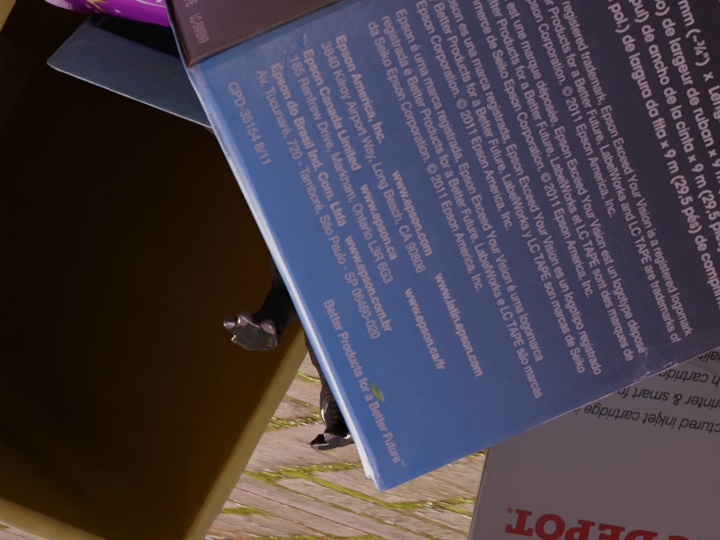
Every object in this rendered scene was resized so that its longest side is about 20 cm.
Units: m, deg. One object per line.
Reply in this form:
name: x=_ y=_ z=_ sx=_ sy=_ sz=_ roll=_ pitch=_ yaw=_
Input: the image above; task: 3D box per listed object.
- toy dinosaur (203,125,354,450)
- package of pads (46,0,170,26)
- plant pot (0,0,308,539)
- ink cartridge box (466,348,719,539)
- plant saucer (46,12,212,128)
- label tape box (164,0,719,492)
toy dinosaur: x=0.000 y=0.000 z=0.953 sx=0.077 sy=0.102 sz=0.200 roll=0 pitch=149 yaw=23
package of pads: x=-0.082 y=-0.135 z=0.754 sx=0.120 sy=0.076 sz=0.200 roll=12 pitch=166 yaw=26
plant pot: x=-0.142 y=-0.030 z=1.017 sx=0.194 sy=0.196 sz=0.200 roll=28 pitch=-179 yaw=-41
ink cartridge box: x=0.133 y=0.029 z=0.910 sx=0.146 sy=0.200 sz=0.084 roll=8 pitch=166 yaw=30
plant saucer: x=0.001 y=-0.043 z=0.858 sx=0.200 sy=0.019 sz=0.070 roll=20 pitch=-166 yaw=-2
label tape box: x=0.066 y=-0.046 z=0.752 sx=0.063 sy=0.200 sz=0.144 roll=-112 pitch=-1 yaw=-63
